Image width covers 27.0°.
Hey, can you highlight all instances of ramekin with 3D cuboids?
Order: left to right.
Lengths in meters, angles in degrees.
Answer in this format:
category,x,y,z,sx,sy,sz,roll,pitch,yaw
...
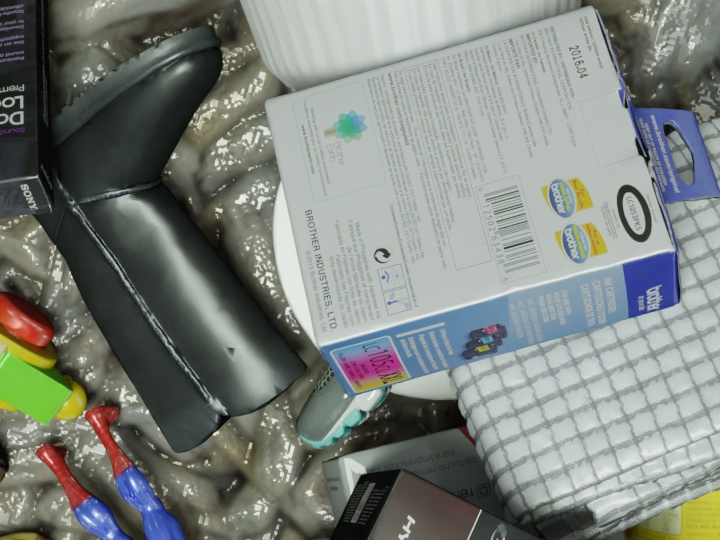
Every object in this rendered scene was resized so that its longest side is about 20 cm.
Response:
category,x,y,z,sx,sy,sz,roll,pitch,yaw
ramekin,0.028,-0.159,0.804,0.202,0.202,0.094,-11,106,1

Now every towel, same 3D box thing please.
category,x,y,z,sx,sy,sz,roll,pitch,yaw
towel,0.141,0.035,0.757,0.200,0.086,0.166,-25,63,1

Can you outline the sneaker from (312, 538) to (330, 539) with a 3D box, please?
category,x,y,z,sx,sy,sz,roll,pitch,yaw
sneaker,0.061,0.165,0.899,0.199,0.073,0.085,7,79,-5

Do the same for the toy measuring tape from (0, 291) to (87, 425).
category,x,y,z,sx,sy,sz,roll,pitch,yaw
toy measuring tape,-0.241,0.028,0.862,0.200,0.074,0.074,36,94,-26

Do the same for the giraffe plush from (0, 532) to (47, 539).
category,x,y,z,sx,sy,sz,roll,pitch,yaw
giraffe plush,-0.249,0.231,0.847,0.200,0.162,0.173,38,94,-4

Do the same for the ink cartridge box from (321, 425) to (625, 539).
category,x,y,z,sx,sy,sz,roll,pitch,yaw
ink cartridge box,0.074,0.184,0.818,0.145,0.083,0.201,-12,83,-9

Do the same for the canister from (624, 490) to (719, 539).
category,x,y,z,sx,sy,sz,roll,pitch,yaw
canister,0.224,0.060,0.875,0.148,0.087,0.201,0,97,0

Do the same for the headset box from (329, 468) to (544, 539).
category,x,y,z,sx,sy,sz,roll,pitch,yaw
headset box,0.081,0.170,0.703,0.200,0.149,0.075,27,79,-3

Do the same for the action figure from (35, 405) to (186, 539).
category,x,y,z,sx,sy,sz,roll,pitch,yaw
action figure,-0.108,0.180,0.900,0.065,0.099,0.200,-36,72,6

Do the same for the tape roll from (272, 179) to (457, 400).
category,x,y,z,sx,sy,sz,roll,pitch,yaw
tape roll,0.047,-0.023,0.890,0.202,0.037,0.203,0,96,0

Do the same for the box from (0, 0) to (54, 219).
category,x,y,z,sx,sy,sz,roll,pitch,yaw
box,-0.242,-0.106,0.822,0.143,0.036,0.200,-10,56,0

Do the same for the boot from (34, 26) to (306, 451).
category,x,y,z,sx,sy,sz,roll,pitch,yaw
boot,-0.095,-0.015,0.850,0.165,0.066,0.200,-30,91,32

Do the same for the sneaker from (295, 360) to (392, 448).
category,x,y,z,sx,sy,sz,roll,pitch,yaw
sneaker,0.000,0.000,0.842,0.091,0.078,0.200,25,86,2

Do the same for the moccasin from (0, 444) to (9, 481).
category,x,y,z,sx,sy,sz,roll,pitch,yaw
moccasin,-0.298,0.068,0.882,0.078,0.074,0.201,-40,104,-5

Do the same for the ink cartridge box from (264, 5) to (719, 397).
category,x,y,z,sx,sy,sz,roll,pitch,yaw
ink cartridge box,0.068,-0.036,0.715,0.200,0.076,0.137,-16,66,7
